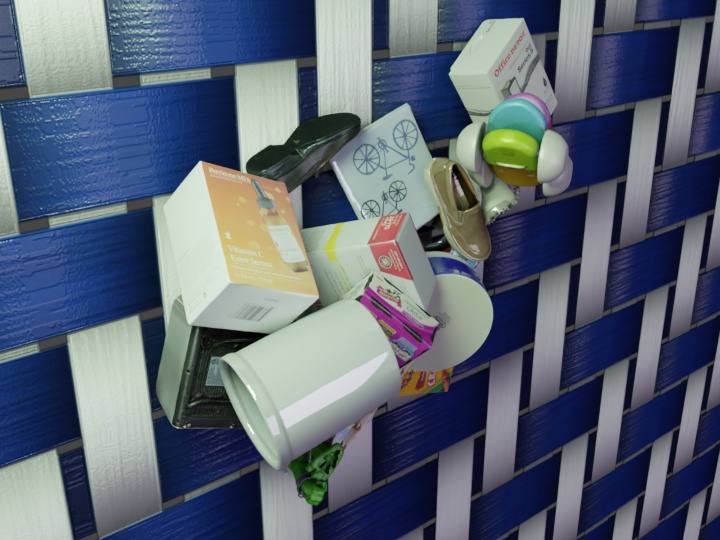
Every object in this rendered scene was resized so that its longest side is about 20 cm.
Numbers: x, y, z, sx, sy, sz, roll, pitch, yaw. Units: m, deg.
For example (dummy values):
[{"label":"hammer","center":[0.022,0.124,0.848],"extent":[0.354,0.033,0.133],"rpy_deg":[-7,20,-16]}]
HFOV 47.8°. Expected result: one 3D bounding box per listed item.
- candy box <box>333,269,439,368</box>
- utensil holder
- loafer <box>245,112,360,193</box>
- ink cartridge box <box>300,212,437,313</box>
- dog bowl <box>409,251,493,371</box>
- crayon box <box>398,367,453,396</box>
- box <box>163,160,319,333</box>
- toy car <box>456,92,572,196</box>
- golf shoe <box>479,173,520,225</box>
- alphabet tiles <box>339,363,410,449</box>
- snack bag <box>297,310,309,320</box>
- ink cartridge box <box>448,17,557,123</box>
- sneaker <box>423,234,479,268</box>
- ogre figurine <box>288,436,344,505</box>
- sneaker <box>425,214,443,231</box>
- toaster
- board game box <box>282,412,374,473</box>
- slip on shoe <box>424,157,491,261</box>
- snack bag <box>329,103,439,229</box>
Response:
[{"label":"candy box","center":[0.007,0.103,1.265],"extent":[0.136,0.200,0.061],"rpy_deg":[39,42,-12]},{"label":"utensil holder","center":[-0.067,0.151,1.116],"extent":[0.199,0.170,0.171],"rpy_deg":[-26,122,-22]},{"label":"loafer","center":[-0.081,-0.176,1.244],"extent":[0.200,0.073,0.073],"rpy_deg":[-31,132,-16]},{"label":"ink cartridge box","center":[0.000,0.000,1.278],"extent":[0.146,0.199,0.084],"rpy_deg":[64,32,-32]},{"label":"dog bowl","center":[0.124,0.072,1.402],"extent":[0.199,0.079,0.201],"rpy_deg":[-6,120,-10]},{"label":"crayon box","center":[0.097,0.169,1.538],"extent":[0.199,0.051,0.128],"rpy_deg":[2,106,-40]},{"label":"box","center":[-0.167,-0.028,1.121],"extent":[0.152,0.201,0.106],"rpy_deg":[10,140,-42]},{"label":"toy car","center":[0.262,-0.214,1.338],"extent":[0.200,0.174,0.151],"rpy_deg":[27,76,-68]},{"label":"golf shoe","center":[0.235,-0.150,1.472],"extent":[0.078,0.200,0.097],"rpy_deg":[-37,99,26]},{"label":"alphabet tiles","center":[0.021,0.227,1.337],"extent":[0.200,0.015,0.196],"rpy_deg":[-48,171,-28]},{"label":"snack bag","center":[-0.164,0.107,1.311],"extent":[0.199,0.021,0.190],"rpy_deg":[7,102,-42]},{"label":"ink cartridge box","center":[0.258,-0.323,1.447],"extent":[0.146,0.084,0.200],"rpy_deg":[-56,133,-22]},{"label":"sneaker","center":[0.114,-0.004,1.448],"extent":[0.200,0.079,0.096],"rpy_deg":[-41,128,4]},{"label":"ogre figurine","center":[-0.071,0.247,1.253],"extent":[0.098,0.120,0.201],"rpy_deg":[-5,91,-30]},{"label":"sneaker","center":[0.147,-0.108,1.449],"extent":[0.199,0.088,0.074],"rpy_deg":[3,106,-40]},{"label":"toaster","center":[-0.195,0.128,1.206],"extent":[0.180,0.119,0.201],"rpy_deg":[6,103,-34]},{"label":"board game box","center":[-0.052,0.257,1.414],"extent":[0.199,0.037,0.152],"rpy_deg":[-26,149,-32]},{"label":"slip on shoe","center":[0.177,-0.101,1.373],"extent":[0.076,0.060,0.201],"rpy_deg":[-36,111,-28]},{"label":"snack bag","center":[0.054,-0.149,1.352],"extent":[0.188,0.021,0.201],"rpy_deg":[-37,109,-26]}]
